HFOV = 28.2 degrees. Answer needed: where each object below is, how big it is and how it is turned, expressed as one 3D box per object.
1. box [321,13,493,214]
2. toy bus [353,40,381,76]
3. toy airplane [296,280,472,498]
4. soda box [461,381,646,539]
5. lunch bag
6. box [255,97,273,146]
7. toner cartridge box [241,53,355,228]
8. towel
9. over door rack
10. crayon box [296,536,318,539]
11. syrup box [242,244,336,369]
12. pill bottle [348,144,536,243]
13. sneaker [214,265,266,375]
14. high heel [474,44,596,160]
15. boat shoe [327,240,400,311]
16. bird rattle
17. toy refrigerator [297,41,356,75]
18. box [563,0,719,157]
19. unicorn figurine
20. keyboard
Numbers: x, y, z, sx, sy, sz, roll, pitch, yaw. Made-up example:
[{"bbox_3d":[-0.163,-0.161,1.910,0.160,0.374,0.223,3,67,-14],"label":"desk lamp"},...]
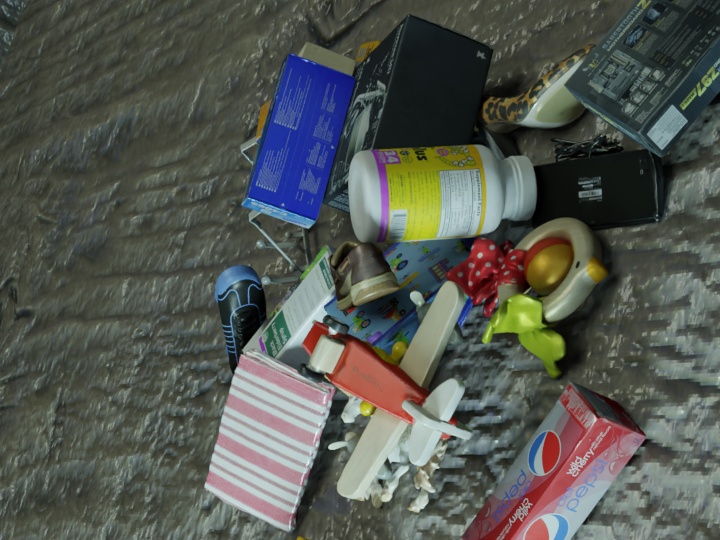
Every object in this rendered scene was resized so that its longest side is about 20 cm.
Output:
[{"bbox_3d":[0.055,-0.176,1.763,0.196,0.123,0.201,151,136,-68],"label":"box"},{"bbox_3d":[0.009,-0.210,1.957,0.078,0.065,0.201,3,72,57],"label":"toy bus"},{"bbox_3d":[0.044,0.129,1.554,0.199,0.141,0.201,-20,74,22],"label":"toy airplane"},{"bbox_3d":[0.187,0.212,1.398,0.201,0.070,0.063,-57,32,15],"label":"soda box"},{"bbox_3d":[0.066,0.023,1.704,0.200,0.094,0.151,-50,28,9],"label":"lunch bag"},{"bbox_3d":[-0.088,-0.161,1.924,0.041,0.119,0.200,-37,17,10],"label":"box"},{"bbox_3d":[-0.078,-0.164,1.815,0.043,0.094,0.201,143,144,-71],"label":"toner cartridge box"},{"bbox_3d":[-0.114,0.215,1.815,0.146,0.030,0.201,22,102,31],"label":"towel"},{"bbox_3d":[-0.120,-0.062,1.934,0.066,0.200,0.148,-18,47,8],"label":"over door rack"},{"bbox_3d":[-0.045,0.390,1.649,0.200,0.051,0.127,15,82,59],"label":"crayon box"},{"bbox_3d":[-0.063,0.074,1.860,0.200,0.081,0.079,-50,35,22],"label":"syrup box"},{"bbox_3d":[0.092,-0.087,1.603,0.104,0.198,0.105,176,90,-78],"label":"pill bottle"},{"bbox_3d":[-0.151,0.082,1.934,0.201,0.070,0.078,87,161,-47],"label":"sneaker"},{"bbox_3d":[0.197,-0.216,1.666,0.200,0.071,0.143,-55,38,34],"label":"high heel"},{"bbox_3d":[0.000,0.000,1.604,0.200,0.072,0.072,138,111,-86],"label":"boat shoe"},{"bbox_3d":[0.191,0.014,1.539,0.163,0.113,0.200,-41,24,16],"label":"bird rattle"},{"bbox_3d":[-0.067,-0.259,2.029,0.200,0.075,0.070,147,142,-76],"label":"toy refrigerator"},{"bbox_3d":[0.323,-0.231,1.482,0.200,0.051,0.158,-50,34,5],"label":"box"},{"bbox_3d":[0.033,0.202,1.652,0.199,0.074,0.138,2,70,40],"label":"unicorn figurine"},{"bbox_3d":[0.260,-0.097,1.547,0.199,0.039,0.105,-3,90,55],"label":"keyboard"}]
